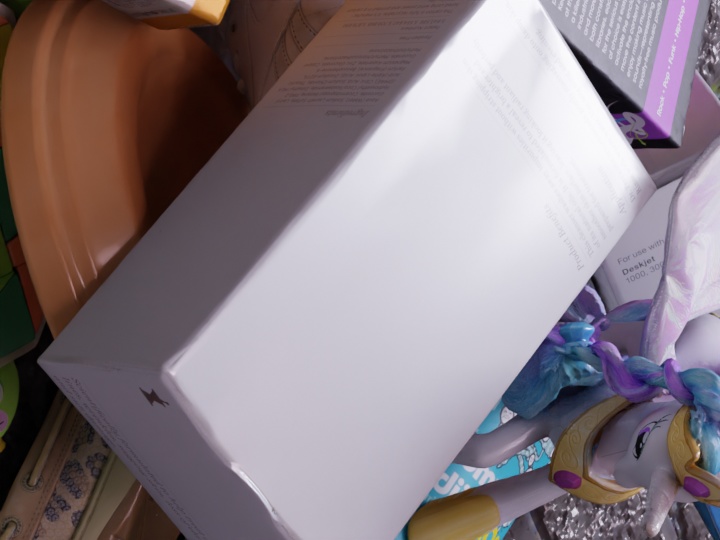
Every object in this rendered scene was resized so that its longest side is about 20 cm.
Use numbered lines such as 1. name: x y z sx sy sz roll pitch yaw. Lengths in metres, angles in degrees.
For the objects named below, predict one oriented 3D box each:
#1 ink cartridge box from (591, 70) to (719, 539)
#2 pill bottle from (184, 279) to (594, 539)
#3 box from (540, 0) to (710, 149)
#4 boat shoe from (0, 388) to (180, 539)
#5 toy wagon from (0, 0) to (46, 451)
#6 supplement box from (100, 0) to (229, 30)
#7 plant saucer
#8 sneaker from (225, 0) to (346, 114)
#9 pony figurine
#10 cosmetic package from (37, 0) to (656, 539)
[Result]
1. ink cartridge box: 0.148 0.005 1.097 0.084 0.145 0.201 -27 120 3
2. pill bottle: 0.021 0.072 1.018 0.200 0.110 0.111 -55 129 -23
3. box: 0.076 -0.154 0.929 0.200 0.036 0.144 37 60 -46
4. boat shoe: -0.122 0.118 0.934 0.201 0.062 0.073 -59 156 -16
5. toy wagon: -0.160 -0.010 0.881 0.155 0.039 0.201 -31 117 -36
6. supplement box: -0.118 -0.179 0.817 0.199 0.073 0.127 26 85 -20
7. plant saucer: -0.066 -0.014 0.899 0.200 0.037 0.201 -19 90 -72
8. sneaker: -0.010 -0.066 0.928 0.075 0.099 0.201 21 75 -41
9. pony figurine: 0.121 0.041 0.900 0.193 0.200 0.167 -36 102 -28
10. cosmetic package: 0.000 0.000 0.825 0.200 0.081 0.113 -48 120 -25
